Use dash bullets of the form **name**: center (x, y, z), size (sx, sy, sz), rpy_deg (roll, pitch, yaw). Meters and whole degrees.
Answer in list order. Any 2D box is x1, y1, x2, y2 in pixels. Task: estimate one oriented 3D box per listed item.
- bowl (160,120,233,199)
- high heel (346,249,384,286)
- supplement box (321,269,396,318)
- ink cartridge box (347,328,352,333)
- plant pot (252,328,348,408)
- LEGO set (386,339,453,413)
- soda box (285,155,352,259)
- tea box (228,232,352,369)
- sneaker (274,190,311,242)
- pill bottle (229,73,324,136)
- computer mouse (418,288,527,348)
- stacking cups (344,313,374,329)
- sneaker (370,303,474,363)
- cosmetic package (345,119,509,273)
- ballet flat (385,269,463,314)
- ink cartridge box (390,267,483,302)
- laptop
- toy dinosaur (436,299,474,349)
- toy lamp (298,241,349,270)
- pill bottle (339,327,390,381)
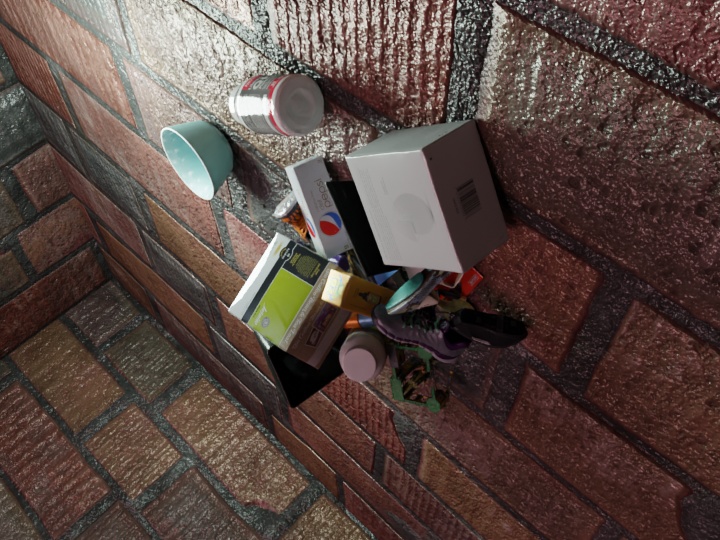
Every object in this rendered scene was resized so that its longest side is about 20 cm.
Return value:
- **bowl**: center (-0.388, -0.287, 1.750), size (0.200, 0.105, 0.202), rpy_deg (37, 152, 24)
- **high heel**: center (0.000, 0.000, 1.580), size (0.200, 0.071, 0.144), rpy_deg (117, 130, -73)
- **supplement box**: center (0.019, 0.056, 1.383), size (0.068, 0.067, 0.199), rpy_deg (19, 178, 44)
- **ink cartridge box**: center (-0.064, 0.107, 1.778), size (0.200, 0.084, 0.145), rpy_deg (44, 154, 10)
- **plant pot**: center (-0.153, 0.163, 1.701), size (0.177, 0.199, 0.201), rpy_deg (37, 152, 46)
- **LEGO set**: center (0.141, 0.206, 1.585), size (0.152, 0.116, 0.202), rpy_deg (-4, 111, 37)
- **soda box**: center (-0.083, -0.129, 1.459), size (0.064, 0.067, 0.202), rpy_deg (19, 132, 68)
- **tea box**: center (-0.132, 0.062, 1.493), size (0.196, 0.201, 0.133), rpy_deg (29, 174, 37)
- **sneaker**: center (-0.126, -0.117, 1.566), size (0.112, 0.078, 0.200), rpy_deg (45, -175, -10)
- **pill bottle**: center (-0.166, -0.313, 1.345), size (0.199, 0.111, 0.112), rpy_deg (16, 139, 49)
- **computer mouse**: center (0.202, 0.091, 1.302), size (0.197, 0.141, 0.047), rpy_deg (11, 114, 2)
- **stacking cups**: center (0.022, 0.105, 1.561), size (0.198, 0.061, 0.061), rpy_deg (-10, 122, 28)
- **sneaker**: center (0.120, 0.100, 1.338), size (0.198, 0.075, 0.088), rpy_deg (25, 141, -15)
- **cosmetic package**: center (0.105, -0.117, 1.132), size (0.199, 0.122, 0.202), rpy_deg (7, 124, 53)
- **ballet flat**: center (0.130, 0.021, 1.254), size (0.074, 0.200, 0.074), rpy_deg (38, -160, -16)
- **ink cartridge box**: center (0.130, 0.001, 1.369), size (0.174, 0.043, 0.200), rpy_deg (47, 155, 10)
- **laptop**: center (-0.011, -0.064, 1.373), size (0.115, 0.199, 0.189), rpy_deg (-30, 81, 32)
- **toy dinosaur**: center (0.185, 0.091, 1.399), size (0.198, 0.058, 0.102), rpy_deg (28, 136, 19)
- **toy lamp**: center (-0.094, -0.030, 1.678), size (0.199, 0.058, 0.059), rpy_deg (18, 140, 53)
- **pill bottle**: center (0.009, 0.182, 1.579), size (0.105, 0.104, 0.200), rpy_deg (51, -168, -3)
